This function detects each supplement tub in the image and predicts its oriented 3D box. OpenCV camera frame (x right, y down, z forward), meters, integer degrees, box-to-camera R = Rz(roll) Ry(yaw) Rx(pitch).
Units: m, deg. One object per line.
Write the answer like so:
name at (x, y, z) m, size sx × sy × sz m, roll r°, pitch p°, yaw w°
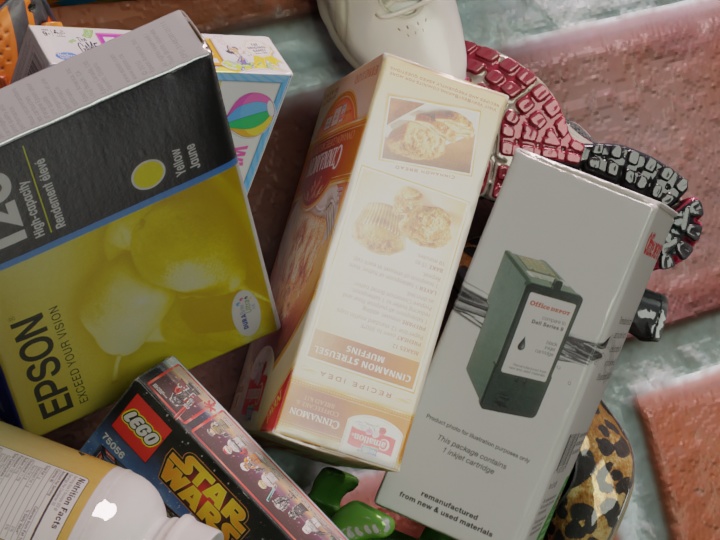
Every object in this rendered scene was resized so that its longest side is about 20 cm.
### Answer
supplement tub at (-0.178, 0.147, 1.303) m, size 0.199 × 0.145 × 0.145 m, roll 20°, pitch 72°, yaw 6°

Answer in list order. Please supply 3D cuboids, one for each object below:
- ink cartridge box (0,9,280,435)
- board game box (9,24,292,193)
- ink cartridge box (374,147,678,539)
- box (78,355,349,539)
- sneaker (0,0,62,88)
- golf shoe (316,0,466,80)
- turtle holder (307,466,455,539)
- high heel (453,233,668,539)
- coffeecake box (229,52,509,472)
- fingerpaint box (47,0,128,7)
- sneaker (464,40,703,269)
ink cartridge box at (-0.149, -0.007, 1.316) m, size 0.199 × 0.047 × 0.198 m, roll -26°, pitch 139°, yaw -12°
board game box at (-0.128, -0.029, 1.367) m, size 0.134 × 0.201 × 0.034 m, roll 0°, pitch 38°, yaw -32°
ink cartridge box at (0.091, 0.044, 1.450) m, size 0.084 × 0.146 × 0.201 m, roll 22°, pitch 92°, yaw 10°
box at (-0.071, 0.161, 1.369) m, size 0.200 × 0.137 × 0.040 m, roll 46°, pitch 33°, yaw 8°
sneaker at (-0.138, -0.104, 1.403) m, size 0.199 × 0.077 × 0.113 m, roll -23°, pitch 104°, yaw -27°
golf shoe at (0.005, -0.183, 1.501) m, size 0.075 × 0.092 × 0.201 m, roll -23°, pitch 85°, yaw -7°
turtle holder at (-0.010, 0.184, 1.433) m, size 0.185 × 0.141 × 0.133 m, roll 21°, pitch 93°, yaw -35°
high heel at (0.088, 0.083, 1.545) m, size 0.142 × 0.071 × 0.201 m, roll 19°, pitch 74°, yaw -16°
coffeecake box at (0.000, 0.000, 1.432) m, size 0.073 × 0.153 × 0.201 m, roll 18°, pitch 83°, yaw -11°
fingerpaint box at (-0.121, -0.251, 1.467) m, size 0.166 × 0.073 × 0.202 m, roll -7°, pitch 86°, yaw -28°
sneaker at (0.098, -0.057, 1.562) m, size 0.199 × 0.075 × 0.081 m, roll 34°, pitch 80°, yaw -4°
